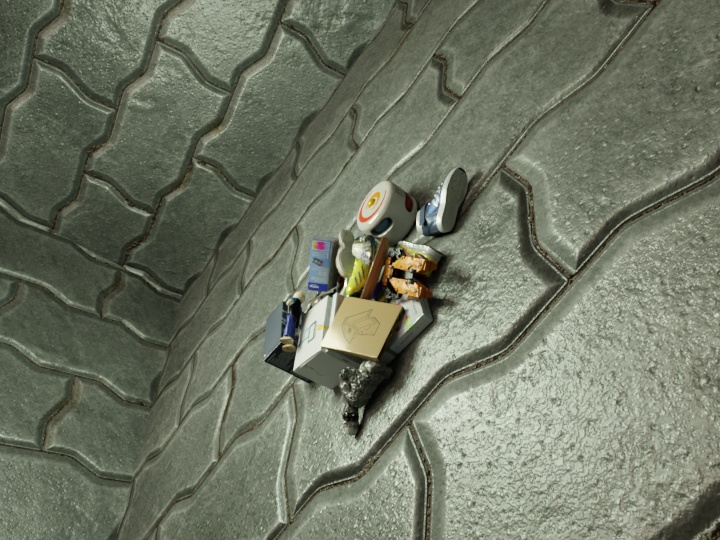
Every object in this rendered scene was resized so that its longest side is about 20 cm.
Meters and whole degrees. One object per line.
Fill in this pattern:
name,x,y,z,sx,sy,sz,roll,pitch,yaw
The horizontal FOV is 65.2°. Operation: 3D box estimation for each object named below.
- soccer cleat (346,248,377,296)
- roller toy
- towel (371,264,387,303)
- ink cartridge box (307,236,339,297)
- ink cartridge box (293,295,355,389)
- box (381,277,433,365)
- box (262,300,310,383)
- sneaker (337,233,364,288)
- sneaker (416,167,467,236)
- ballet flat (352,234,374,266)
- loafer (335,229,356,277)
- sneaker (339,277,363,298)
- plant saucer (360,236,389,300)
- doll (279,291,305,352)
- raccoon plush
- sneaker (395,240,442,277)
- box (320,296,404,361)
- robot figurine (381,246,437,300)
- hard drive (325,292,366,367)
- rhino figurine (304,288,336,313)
soccer cleat,0.000,0.000,1.754,0.064,0.084,0.201,-26,20,48
roller toy,0.081,-0.186,1.798,0.202,0.139,0.182,-62,25,-6
towel,0.061,0.050,1.666,0.144,0.022,0.202,125,164,-54
ink cartridge box,-0.122,-0.008,1.902,0.136,0.075,0.204,-30,-56,-76
ink cartridge box,-0.092,0.216,1.676,0.146,0.146,0.202,-40,32,37
box,0.104,0.140,1.520,0.200,0.041,0.157,-47,28,24
box,-0.213,0.233,1.844,0.104,0.181,0.201,-46,29,25
sneaker,-0.031,-0.036,1.926,0.202,0.075,0.078,-60,22,-5
sneaker,0.219,-0.193,1.615,0.146,0.080,0.203,-3,66,56
ballet flat,0.008,-0.061,1.684,0.072,0.072,0.201,-52,9,15
loafer,-0.048,-0.045,1.835,0.202,0.071,0.063,-92,21,-44
sneaker,-0.013,0.055,1.813,0.089,0.067,0.202,0,59,47
plant saucer,0.044,0.002,1.623,0.200,0.032,0.203,20,-91,-89
doll,-0.206,0.150,1.735,0.138,0.048,0.202,82,-168,-49
raccoon plush,0.023,0.321,1.458,0.133,0.096,0.204,-15,79,46
sneaker,0.147,-0.028,1.581,0.199,0.077,0.092,16,83,66
box,0.004,0.153,1.506,0.198,0.021,0.165,7,57,38
robot figurine,0.121,0.014,1.489,0.199,0.057,0.148,14,94,63
hard drive,-0.033,0.175,1.627,0.027,0.131,0.202,-38,33,38
rhino figurine,-0.123,0.115,1.947,0.199,0.060,0.088,-27,29,45
